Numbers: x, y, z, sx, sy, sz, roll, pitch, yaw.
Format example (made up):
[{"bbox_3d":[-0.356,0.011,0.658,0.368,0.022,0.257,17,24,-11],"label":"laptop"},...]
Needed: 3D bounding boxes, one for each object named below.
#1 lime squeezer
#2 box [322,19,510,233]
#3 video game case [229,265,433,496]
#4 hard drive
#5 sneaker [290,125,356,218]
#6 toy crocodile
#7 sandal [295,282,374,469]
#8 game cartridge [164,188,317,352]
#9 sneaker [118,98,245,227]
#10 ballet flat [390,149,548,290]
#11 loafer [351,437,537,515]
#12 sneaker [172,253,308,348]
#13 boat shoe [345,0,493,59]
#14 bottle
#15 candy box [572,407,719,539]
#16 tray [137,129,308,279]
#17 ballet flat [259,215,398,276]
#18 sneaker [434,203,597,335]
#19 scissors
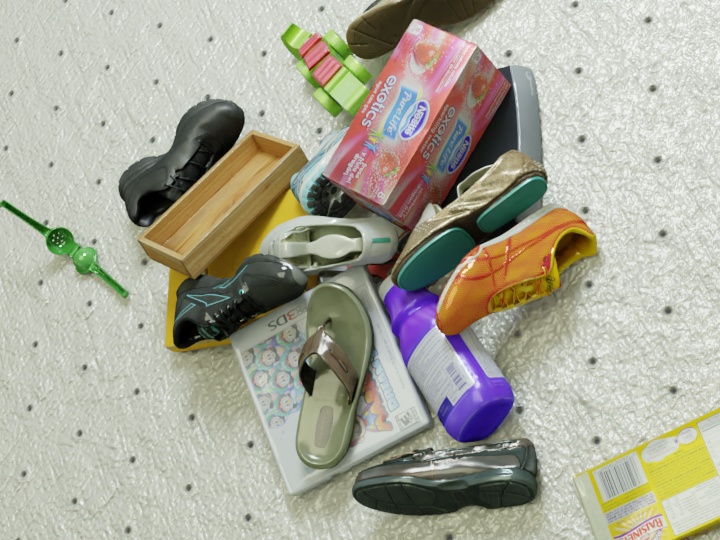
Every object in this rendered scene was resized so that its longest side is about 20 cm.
[{"bbox_3d":[-0.364,-0.028,1.894,0.199,0.071,0.038,37,73,5],"label":"lime squeezer"},{"bbox_3d":[0.063,-0.153,1.623,0.094,0.103,0.201,28,85,34],"label":"box"},{"bbox_3d":[-0.035,0.120,1.651,0.181,0.024,0.201,-29,70,15],"label":"video game case"},{"bbox_3d":[0.133,-0.128,1.659,0.134,0.042,0.202,-10,67,26],"label":"hard drive"},{"bbox_3d":[-0.005,-0.147,1.717,0.200,0.078,0.086,-42,34,-11],"label":"sneaker"},{"bbox_3d":[-0.039,-0.241,1.771,0.067,0.062,0.200,-44,36,9],"label":"toy crocodile"},{"bbox_3d":[-0.034,0.112,1.607,0.079,0.057,0.203,1,79,23],"label":"sandal"},{"bbox_3d":[-0.140,-0.001,1.770,0.198,0.032,0.178,-8,69,26],"label":"game cartridge"},{"bbox_3d":[-0.212,-0.125,1.825,0.200,0.076,0.091,-43,35,19],"label":"sneaker"},{"bbox_3d":[0.108,-0.056,1.588,0.199,0.071,0.065,-35,51,5],"label":"ballet flat"},{"bbox_3d":[0.090,0.212,1.551,0.198,0.072,0.063,-5,49,21],"label":"loafer"},{"bbox_3d":[-0.137,0.041,1.676,0.199,0.075,0.080,-18,41,42],"label":"sneaker"},{"bbox_3d":[0.072,-0.316,1.748,0.198,0.074,0.065,-22,28,7],"label":"boat shoe"},{"bbox_3d":[0.085,0.085,1.586,0.201,0.065,0.084,57,130,33],"label":"bottle"},{"bbox_3d":[0.311,0.206,1.442,0.199,0.026,0.103,-28,63,18],"label":"candy box"},{"bbox_3d":[-0.160,-0.080,1.758,0.200,0.037,0.098,-47,39,-19],"label":"tray"},{"bbox_3d":[-0.051,-0.028,1.651,0.199,0.069,0.070,-6,68,38],"label":"ballet flat"},{"bbox_3d":[0.161,0.003,1.544,0.199,0.073,0.077,-37,51,-14],"label":"sneaker"},{"bbox_3d":[0.000,0.000,1.703,0.198,0.014,0.074,-14,66,24],"label":"scissors"}]
